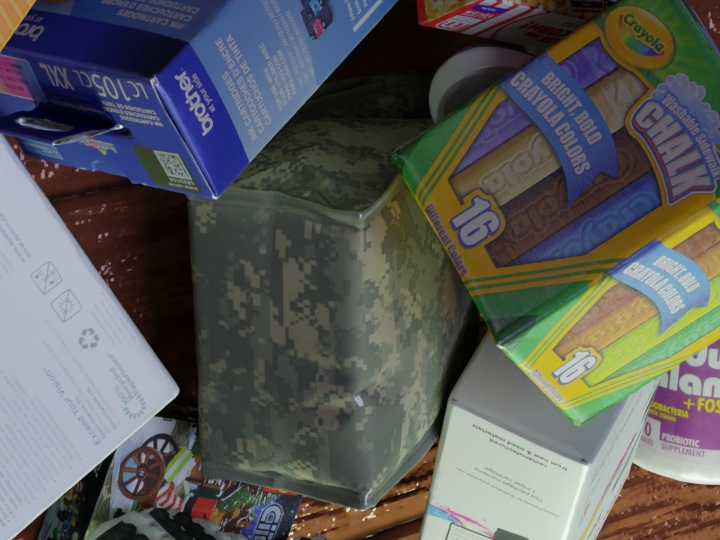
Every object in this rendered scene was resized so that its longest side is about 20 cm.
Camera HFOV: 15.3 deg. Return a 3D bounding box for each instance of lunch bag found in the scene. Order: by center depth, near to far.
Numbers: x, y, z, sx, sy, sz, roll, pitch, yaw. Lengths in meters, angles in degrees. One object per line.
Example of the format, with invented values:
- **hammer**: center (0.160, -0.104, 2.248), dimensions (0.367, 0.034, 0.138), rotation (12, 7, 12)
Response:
- **lunch bag**: center (0.000, 0.000, 1.371), dimensions (0.200, 0.117, 0.165), rotation (-40, 134, -55)

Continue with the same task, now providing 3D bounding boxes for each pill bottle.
- **pill bottle**: center (0.205, 0.013, 1.557), dimensions (0.112, 0.112, 0.201), rotation (-16, 119, -34)

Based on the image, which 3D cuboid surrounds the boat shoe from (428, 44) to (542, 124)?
- **boat shoe**: center (0.094, -0.076, 1.361), dimensions (0.073, 0.066, 0.200), rotation (-39, 144, 18)

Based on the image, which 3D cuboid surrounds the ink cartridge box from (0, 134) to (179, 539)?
- **ink cartridge box**: center (-0.211, 0.041, 1.223), dimensions (0.200, 0.041, 0.200), rotation (-41, 111, -22)

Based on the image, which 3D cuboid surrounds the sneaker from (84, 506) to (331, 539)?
- **sneaker**: center (-0.068, 0.176, 1.383), dimensions (0.199, 0.075, 0.081), rotation (18, 107, -43)

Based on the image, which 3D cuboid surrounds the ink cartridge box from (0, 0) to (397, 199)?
- **ink cartridge box**: center (-0.083, -0.111, 1.214), dimensions (0.200, 0.136, 0.077), rotation (-50, 133, -27)

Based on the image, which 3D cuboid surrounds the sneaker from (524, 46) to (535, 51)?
- **sneaker**: center (0.110, -0.111, 1.443), dimensions (0.200, 0.075, 0.115), rotation (29, 88, -47)

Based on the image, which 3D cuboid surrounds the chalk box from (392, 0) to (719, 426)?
- **chalk box**: center (0.142, -0.042, 1.263), dimensions (0.200, 0.124, 0.124), rotation (-33, 148, 10)

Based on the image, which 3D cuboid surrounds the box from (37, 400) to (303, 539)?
- **box**: center (-0.112, 0.167, 1.413), dimensions (0.136, 0.038, 0.201), rotation (12, 102, -43)

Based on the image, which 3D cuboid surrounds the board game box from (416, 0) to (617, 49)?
- **board game box**: center (0.089, -0.212, 1.332), dimensions (0.151, 0.046, 0.201), rotation (8, 72, -41)

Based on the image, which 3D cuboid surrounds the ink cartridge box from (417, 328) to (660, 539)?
- **ink cartridge box**: center (0.100, 0.090, 1.443), dimensions (0.145, 0.084, 0.200), rotation (-57, 166, -35)

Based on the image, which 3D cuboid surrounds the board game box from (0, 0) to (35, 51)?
- **board game box**: center (-0.222, -0.205, 1.035), dimensions (0.200, 0.200, 0.200), rotation (39, 83, -44)
